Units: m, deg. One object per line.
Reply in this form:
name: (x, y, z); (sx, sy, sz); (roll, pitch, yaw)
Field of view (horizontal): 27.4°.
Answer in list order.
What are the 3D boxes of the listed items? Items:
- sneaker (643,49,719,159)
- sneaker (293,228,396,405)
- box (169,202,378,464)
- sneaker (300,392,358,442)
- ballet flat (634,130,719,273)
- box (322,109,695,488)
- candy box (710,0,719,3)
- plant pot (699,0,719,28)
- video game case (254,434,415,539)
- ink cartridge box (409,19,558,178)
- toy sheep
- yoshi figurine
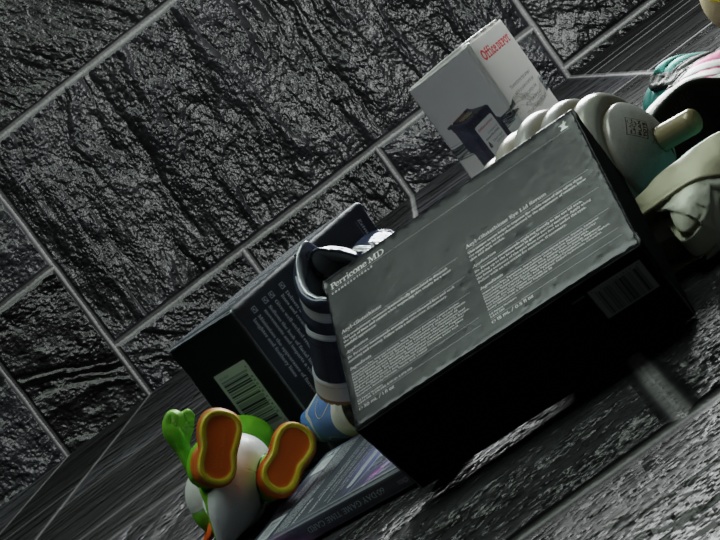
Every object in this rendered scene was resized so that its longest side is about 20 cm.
sneaker: (0.259, -0.124, 1.168); (0.199, 0.084, 0.120); (-31, 6, -29)
sneaker: (0.000, 0.000, 1.147); (0.069, 0.109, 0.201); (-2, 35, 16)
box: (-0.041, 0.062, 1.305); (0.107, 0.149, 0.200); (-31, 7, 46)
sneaker: (0.016, 0.072, 1.220); (0.077, 0.076, 0.200); (-27, 9, 39)
ballet flat: (0.193, -0.017, 0.947); (0.199, 0.070, 0.069); (-38, 4, 18)
box: (0.084, 0.017, 0.908); (0.199, 0.079, 0.142); (-34, 39, 15)
candy box: (0.370, -0.222, 1.177); (0.101, 0.027, 0.200); (-8, 17, -14)
plant pot: (0.442, -0.342, 1.601); (0.187, 0.188, 0.200); (-38, -9, -14)
video game case: (0.019, 0.128, 1.028); (0.199, 0.019, 0.143); (-33, 7, 33)
ink cartridge box: (0.155, -0.148, 1.544); (0.084, 0.201, 0.145); (-34, 5, 26)
toy sheep: (0.159, -0.057, 1.033); (0.200, 0.138, 0.138); (-36, 4, 35)
yoshi figurine: (-0.093, 0.143, 1.146); (0.111, 0.113, 0.200); (-29, -10, -20)
